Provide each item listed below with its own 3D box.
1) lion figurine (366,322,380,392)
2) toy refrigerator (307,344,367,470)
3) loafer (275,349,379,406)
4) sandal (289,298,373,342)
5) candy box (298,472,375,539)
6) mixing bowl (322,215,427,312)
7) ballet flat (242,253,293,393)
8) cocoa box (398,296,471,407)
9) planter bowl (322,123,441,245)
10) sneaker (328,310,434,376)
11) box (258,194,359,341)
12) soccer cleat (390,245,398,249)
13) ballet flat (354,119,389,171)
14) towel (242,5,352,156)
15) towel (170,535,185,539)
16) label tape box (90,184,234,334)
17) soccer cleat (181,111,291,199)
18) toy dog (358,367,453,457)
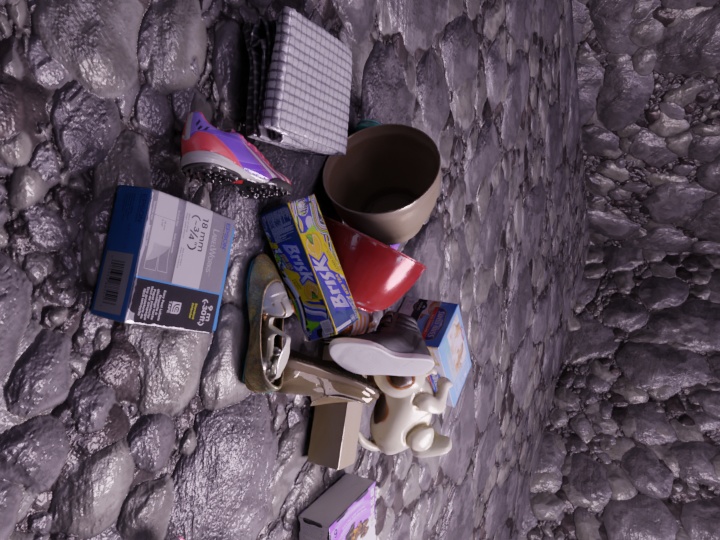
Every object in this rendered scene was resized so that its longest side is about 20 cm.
[{"bbox_3d":[0.020,0.174,1.163,0.199,0.072,0.124,34,78,-42],"label":"lion figurine"},{"bbox_3d":[-0.040,0.237,1.059,0.076,0.069,0.204,16,82,-67],"label":"toy refrigerator"},{"bbox_3d":[-0.061,0.183,0.963,0.198,0.076,0.068,24,95,-23],"label":"loafer"},{"bbox_3d":[-0.047,0.090,0.999,0.206,0.079,0.060,25,35,-52],"label":"sandal"},{"bbox_3d":[-0.038,0.512,1.107,0.167,0.070,0.204,-20,112,-58],"label":"candy box"},{"bbox_3d":[0.000,0.000,0.984,0.199,0.198,0.110,22,94,-59],"label":"mixing bowl"},{"bbox_3d":[-0.130,0.079,0.871,0.070,0.070,0.204,2,94,-60],"label":"ballet flat"},{"bbox_3d":[0.156,0.181,1.326,0.134,0.129,0.202,-56,140,-39],"label":"cocoa box"},{"bbox_3d":[0.046,-0.130,1.024,0.136,0.197,0.202,70,38,-52],"label":"planter bowl"},{"bbox_3d":[0.027,0.116,1.004,0.197,0.071,0.100,12,42,-29],"label":"sneaker"},{"bbox_3d":[-0.074,-0.003,0.890,0.070,0.064,0.203,-27,99,-54],"label":"box"},{"bbox_3d":[0.039,-0.040,1.150,0.201,0.067,0.074,-58,150,-39],"label":"soccer cleat"},{"bbox_3d":[0.049,-0.211,1.124,0.199,0.066,0.072,27,64,-60],"label":"ballet flat"},{"bbox_3d":[-0.090,-0.259,0.862,0.199,0.084,0.169,-2,98,-62],"label":"towel"},{"bbox_3d":[-0.204,0.447,0.731,0.200,0.030,0.147,48,60,-12],"label":"towel"},{"bbox_3d":[-0.208,-0.003,0.719,0.199,0.062,0.147,20,79,-59],"label":"label tape box"},{"bbox_3d":[-0.153,-0.142,0.778,0.199,0.067,0.075,11,72,-61],"label":"soccer cleat"},{"bbox_3d":[0.074,0.228,1.111,0.140,0.190,0.204,-115,-162,-65],"label":"toy dog"}]
